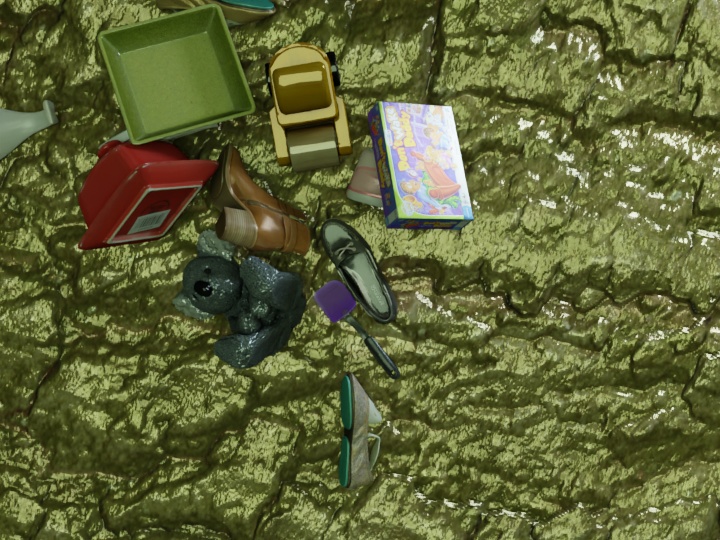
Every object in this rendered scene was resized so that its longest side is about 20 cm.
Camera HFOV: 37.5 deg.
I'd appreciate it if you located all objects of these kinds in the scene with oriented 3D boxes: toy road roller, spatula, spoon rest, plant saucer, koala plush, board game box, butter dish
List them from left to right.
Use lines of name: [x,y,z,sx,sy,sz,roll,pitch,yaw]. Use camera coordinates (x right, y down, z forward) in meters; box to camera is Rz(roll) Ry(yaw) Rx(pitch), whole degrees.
spoon rest: [-0.583,-0.233,1.749,0.200,0.061,0.100,-13,93,15]
butter dish: [-0.361,-0.143,1.674,0.148,0.200,0.199,51,120,15]
plant saucer: [-0.287,-0.301,1.665,0.199,0.048,0.200,-17,76,-12]
koala plush: [-0.207,0.040,1.727,0.200,0.184,0.178,23,102,20]
toy road roller: [-0.087,-0.260,1.688,0.123,0.146,0.200,-10,95,2]
spatula: [0.001,0.103,1.780,0.057,0.021,0.200,-39,95,9]
board game box: [0.094,-0.165,1.682,0.134,0.045,0.200,-1,71,-26]

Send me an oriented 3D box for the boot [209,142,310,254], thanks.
boot: [-0.159,-0.114,1.731,0.155,0.200,0.077,11,134,-27]

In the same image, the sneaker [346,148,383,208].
sneaker: [0.083,-0.145,1.730,0.200,0.075,0.105,15,100,4]

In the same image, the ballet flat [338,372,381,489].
ballet flat: [0.000,0.267,1.781,0.067,0.068,0.200,-1,101,-19]

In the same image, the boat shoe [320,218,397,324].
boat shoe: [0.000,0.000,1.753,0.067,0.057,0.200,-32,94,3]

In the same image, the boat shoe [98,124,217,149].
boat shoe: [-0.328,-0.217,1.736,0.200,0.071,0.070,-24,100,1]

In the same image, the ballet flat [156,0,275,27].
ballet flat: [-0.237,-0.429,1.727,0.200,0.069,0.063,16,123,2]
